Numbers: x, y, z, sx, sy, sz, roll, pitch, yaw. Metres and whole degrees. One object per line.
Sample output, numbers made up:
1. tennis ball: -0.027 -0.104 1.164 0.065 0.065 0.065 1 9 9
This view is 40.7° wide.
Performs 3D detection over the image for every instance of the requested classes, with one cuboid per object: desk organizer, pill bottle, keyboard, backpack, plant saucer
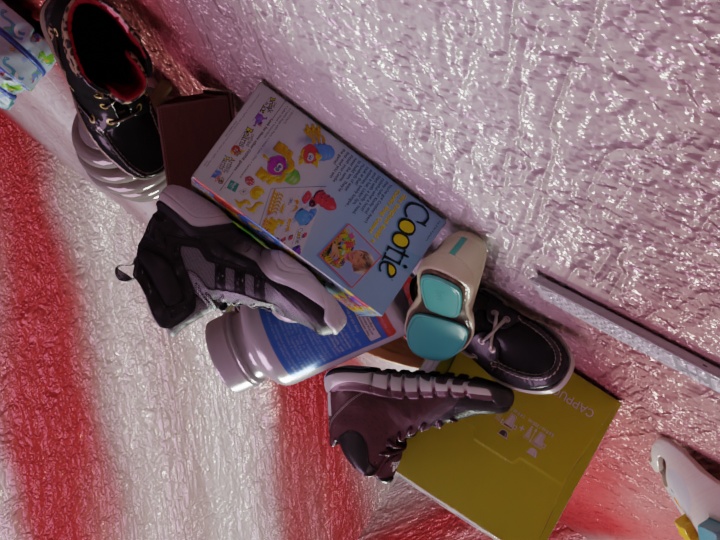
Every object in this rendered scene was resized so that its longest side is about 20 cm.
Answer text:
1. desk organizer: -0.162 -0.071 0.956 0.072 0.076 0.202 20 119 57
2. pill bottle: -0.055 0.051 1.002 0.112 0.199 0.113 -24 -90 -81
3. keyboard: 0.227 0.058 0.789 0.199 0.011 0.056 30 170 29
4. backpack: -0.452 -0.277 1.177 0.199 0.154 0.163 11 151 38
5. plant saucer: 0.029 0.073 1.301 0.199 0.038 0.200 20 -168 -4

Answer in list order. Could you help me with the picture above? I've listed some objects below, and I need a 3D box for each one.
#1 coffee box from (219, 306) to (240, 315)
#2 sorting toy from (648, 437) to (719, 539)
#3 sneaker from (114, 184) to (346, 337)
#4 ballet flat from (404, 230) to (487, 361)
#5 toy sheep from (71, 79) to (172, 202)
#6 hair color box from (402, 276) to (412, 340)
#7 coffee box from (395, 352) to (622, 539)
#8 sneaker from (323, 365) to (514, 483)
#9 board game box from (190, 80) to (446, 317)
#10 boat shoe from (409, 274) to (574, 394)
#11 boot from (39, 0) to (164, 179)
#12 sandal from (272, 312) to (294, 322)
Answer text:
1. coffee box: -0.138 -0.008 1.219 0.114 0.080 0.200 -10 -126 -51
2. sorting toy: 0.391 0.267 1.082 0.180 0.107 0.200 52 179 26
3. sneaker: -0.116 0.022 0.849 0.199 0.114 0.075 35 172 2
4. ballet flat: 0.082 0.023 0.901 0.069 0.070 0.200 33 158 11
5. toy sheep: -0.253 -0.148 1.079 0.137 0.138 0.200 30 170 26
6. hair color box: 0.000 0.000 1.147 0.101 0.061 0.200 29 168 38
7. coffee box: 0.146 0.185 1.123 0.199 0.201 0.198 32 171 1
8. sneaker: 0.057 0.162 0.991 0.198 0.117 0.076 3 178 20
9. board game box: -0.041 -0.057 0.869 0.199 0.105 0.103 37 171 -6
10. boat shoe: 0.125 0.056 0.967 0.200 0.074 0.060 38 180 45
11. boot: -0.232 -0.171 0.917 0.150 0.073 0.201 25 141 65
12. sandal: -0.069 -0.047 0.952 0.059 0.078 0.208 99 160 -52
